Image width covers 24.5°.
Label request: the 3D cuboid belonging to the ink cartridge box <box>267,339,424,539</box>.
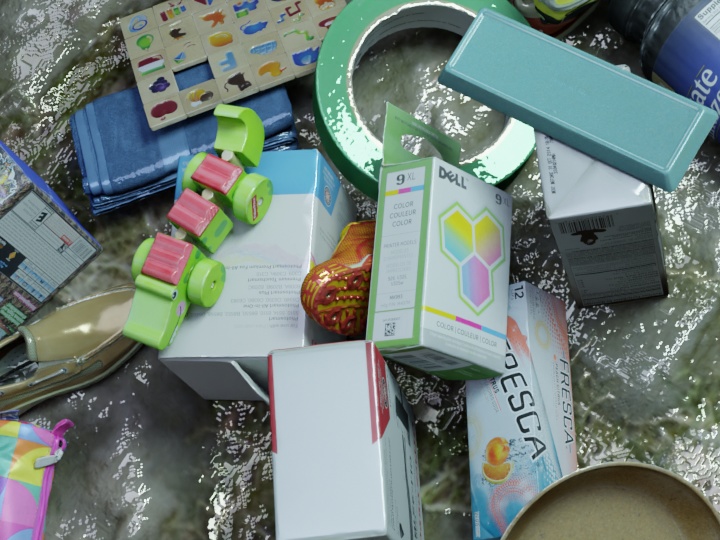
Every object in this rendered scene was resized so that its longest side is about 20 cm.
[{"bbox_3d":[-0.007,0.153,1.253,0.083,0.200,0.145,-7,69,8],"label":"ink cartridge box"}]

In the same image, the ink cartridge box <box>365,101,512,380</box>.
[{"bbox_3d":[0.064,-0.025,1.278,0.059,0.104,0.202,-9,69,40],"label":"ink cartridge box"}]

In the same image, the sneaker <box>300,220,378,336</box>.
[{"bbox_3d":[0.000,0.000,1.324,0.077,0.200,0.073,32,112,19],"label":"sneaker"}]

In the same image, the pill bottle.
[{"bbox_3d":[0.298,-0.170,1.339,0.112,0.112,0.200,-42,66,-3],"label":"pill bottle"}]

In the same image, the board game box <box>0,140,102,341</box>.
[{"bbox_3d":[-0.348,-0.009,1.418,0.200,0.160,0.097,-43,66,-4],"label":"board game box"}]

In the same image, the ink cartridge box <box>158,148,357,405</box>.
[{"bbox_3d":[-0.083,0.019,1.357,0.124,0.129,0.202,0,70,15],"label":"ink cartridge box"}]

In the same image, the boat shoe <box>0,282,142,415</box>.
[{"bbox_3d":[-0.266,0.069,1.414,0.199,0.076,0.072,-33,66,1],"label":"boat shoe"}]

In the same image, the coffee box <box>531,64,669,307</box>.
[{"bbox_3d":[0.186,-0.059,1.278,0.079,0.200,0.115,-9,69,11],"label":"coffee box"}]

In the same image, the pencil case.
[{"bbox_3d":[-0.298,0.216,1.368,0.088,0.088,0.202,5,74,16],"label":"pencil case"}]

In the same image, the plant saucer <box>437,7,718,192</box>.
[{"bbox_3d":[0.153,-0.128,1.193,0.199,0.019,0.070,28,80,21],"label":"plant saucer"}]

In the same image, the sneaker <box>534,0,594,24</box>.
[{"bbox_3d":[0.212,-0.273,1.373,0.199,0.077,0.075,-28,58,-24],"label":"sneaker"}]

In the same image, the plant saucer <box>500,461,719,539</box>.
[{"bbox_3d":[0.179,0.235,1.221,0.199,0.035,0.202,-2,98,-14],"label":"plant saucer"}]

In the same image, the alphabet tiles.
[{"bbox_3d":[-0.108,-0.210,1.476,0.199,0.008,0.168,-20,45,-2],"label":"alphabet tiles"}]

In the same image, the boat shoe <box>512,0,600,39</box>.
[{"bbox_3d":[0.206,-0.281,1.429,0.200,0.063,0.071,-45,65,-6],"label":"boat shoe"}]

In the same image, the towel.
[{"bbox_3d":[-0.156,-0.127,1.468,0.199,0.049,0.112,-19,57,4],"label":"towel"}]

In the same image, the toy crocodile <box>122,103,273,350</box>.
[{"bbox_3d":[-0.127,-0.034,1.285,0.067,0.062,0.201,24,80,23],"label":"toy crocodile"}]

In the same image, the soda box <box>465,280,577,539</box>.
[{"bbox_3d":[0.125,0.114,1.295,0.063,0.068,0.202,-16,66,33],"label":"soda box"}]

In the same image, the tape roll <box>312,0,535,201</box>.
[{"bbox_3d":[0.059,-0.149,1.394,0.199,0.048,0.202,1,76,-5],"label":"tape roll"}]
